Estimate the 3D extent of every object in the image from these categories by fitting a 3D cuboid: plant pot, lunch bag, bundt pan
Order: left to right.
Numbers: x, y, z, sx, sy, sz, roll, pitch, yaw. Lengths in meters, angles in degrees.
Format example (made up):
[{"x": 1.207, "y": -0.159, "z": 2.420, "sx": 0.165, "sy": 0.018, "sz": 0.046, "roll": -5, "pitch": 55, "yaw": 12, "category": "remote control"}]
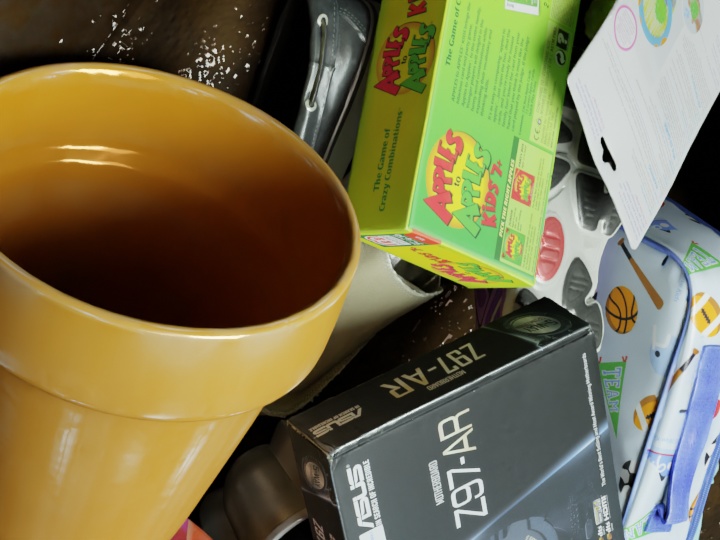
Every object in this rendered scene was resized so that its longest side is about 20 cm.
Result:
[{"x": -0.119, "y": 0.033, "z": 1.165, "sx": 0.199, "sy": 0.201, "sz": 0.184, "roll": -6, "pitch": 133, "yaw": -32, "category": "plant pot"}, {"x": -0.010, "y": 0.140, "z": 1.337, "sx": 0.201, "sy": 0.076, "sz": 0.203, "roll": -24, "pitch": 144, "yaw": -18, "category": "bundt pan"}, {"x": 0.147, "y": 0.063, "z": 1.369, "sx": 0.075, "sy": 0.160, "sz": 0.201, "roll": 1, "pitch": 113, "yaw": -34, "category": "lunch bag"}]

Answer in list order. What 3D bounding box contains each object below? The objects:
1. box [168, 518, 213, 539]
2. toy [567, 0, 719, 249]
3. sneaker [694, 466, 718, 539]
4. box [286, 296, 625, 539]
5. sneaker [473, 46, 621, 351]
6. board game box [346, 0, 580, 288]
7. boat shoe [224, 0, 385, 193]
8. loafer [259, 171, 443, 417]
[{"x": -0.128, "y": 0.230, "z": 1.243, "sx": 0.095, "sy": 0.100, "sz": 0.200, "roll": 41, "pitch": 120, "yaw": -7, "category": "box"}, {"x": 0.151, "y": -0.121, "z": 1.305, "sx": 0.200, "sy": 0.047, "sz": 0.116, "roll": -55, "pitch": 134, "yaw": -34, "category": "toy"}, {"x": 0.188, "y": 0.090, "z": 1.463, "sx": 0.073, "sy": 0.082, "sz": 0.201, "roll": -18, "pitch": 123, "yaw": -27, "category": "sneaker"}, {"x": 0.057, "y": 0.134, "z": 1.258, "sx": 0.159, "sy": 0.043, "sz": 0.201, "roll": -24, "pitch": 121, "yaw": -22, "category": "box"}, {"x": 0.090, "y": -0.025, "z": 1.326, "sx": 0.080, "sy": 0.083, "sz": 0.202, "roll": 20, "pitch": 78, "yaw": -31, "category": "sneaker"}, {"x": 0.056, "y": -0.102, "z": 1.232, "sx": 0.101, "sy": 0.047, "sz": 0.202, "roll": 22, "pitch": 73, "yaw": -44, "category": "board game box"}, {"x": -0.045, "y": -0.049, "z": 1.245, "sx": 0.056, "sy": 0.069, "sz": 0.201, "roll": 19, "pitch": 97, "yaw": -33, "category": "boat shoe"}, {"x": 0.000, "y": 0.000, "z": 1.295, "sx": 0.200, "sy": 0.068, "sz": 0.076, "roll": -51, "pitch": 131, "yaw": 0, "category": "loafer"}]
